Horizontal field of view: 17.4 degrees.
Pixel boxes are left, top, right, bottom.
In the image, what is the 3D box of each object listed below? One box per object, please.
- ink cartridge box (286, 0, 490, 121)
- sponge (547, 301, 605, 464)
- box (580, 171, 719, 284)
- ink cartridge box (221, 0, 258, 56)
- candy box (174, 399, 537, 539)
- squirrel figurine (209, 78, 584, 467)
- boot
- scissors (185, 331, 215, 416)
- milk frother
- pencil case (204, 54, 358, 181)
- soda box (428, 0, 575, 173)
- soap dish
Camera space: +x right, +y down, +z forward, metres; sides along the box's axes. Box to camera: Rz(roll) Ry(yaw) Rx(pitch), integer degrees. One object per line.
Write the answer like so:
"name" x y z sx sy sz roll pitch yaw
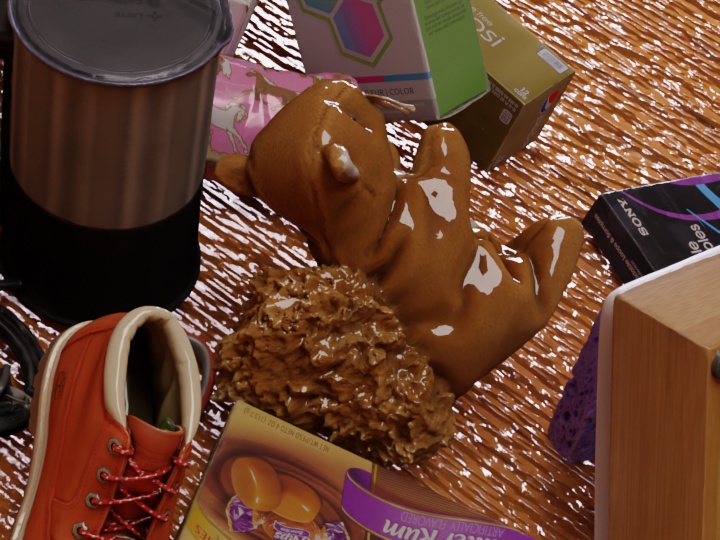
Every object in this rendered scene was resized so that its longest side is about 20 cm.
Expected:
"ink cartridge box" 0.004 -0.194 1.451 0.103 0.202 0.059 2 23 41
"sponge" 0.212 0.056 1.395 0.199 0.112 0.030 -6 44 -31
"box" 0.258 -0.002 1.530 0.199 0.036 0.143 -12 56 -33
"ink cartridge box" -0.121 -0.226 1.512 0.145 0.085 0.201 23 46 -4
"candy box" 0.001 0.163 1.230 0.199 0.057 0.117 25 43 -2
"squirrel figurine" 0.000 0.000 1.287 0.187 0.141 0.201 47 58 -43
"boot" -0.121 0.115 1.146 0.074 0.107 0.202 8 73 -29
"scissors" -0.123 0.100 1.255 0.073 0.014 0.201 21 42 -11
"milk frother" -0.161 -0.041 1.237 0.179 0.189 0.201 1 47 -9
"pencil case" -0.099 -0.099 1.407 0.198 0.087 0.083 15 3 -14
"soda box" 0.040 -0.160 1.542 0.200 0.068 0.064 43 45 14
"soap dish" 0.206 0.089 1.300 0.157 0.202 0.081 -19 28 -36
